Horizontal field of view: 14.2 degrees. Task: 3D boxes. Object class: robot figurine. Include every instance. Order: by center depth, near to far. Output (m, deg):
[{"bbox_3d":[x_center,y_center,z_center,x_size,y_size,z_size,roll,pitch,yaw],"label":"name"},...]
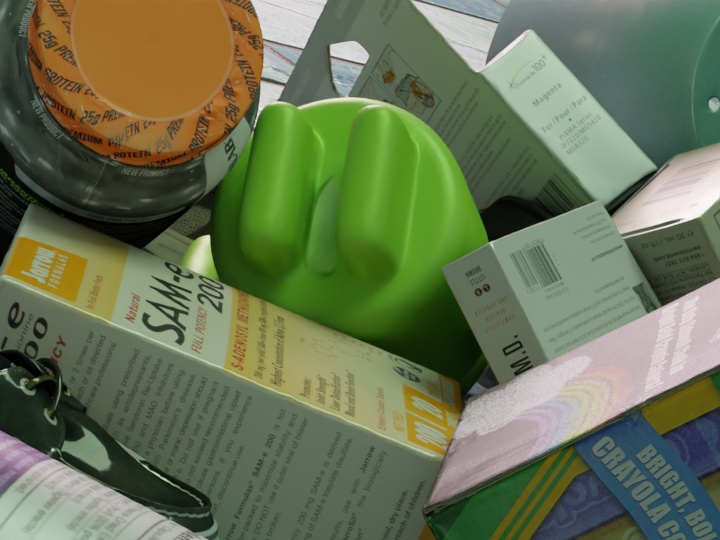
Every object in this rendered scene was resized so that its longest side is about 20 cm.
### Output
[{"bbox_3d":[0.000,0.000,1.290,0.175,0.116,0.200,1,-24,11],"label":"robot figurine"}]

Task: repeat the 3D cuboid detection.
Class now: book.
[{"bbox_3d":[0.113,0.073,1.214,0.200,0.048,0.134,64,24,3],"label":"book"}]

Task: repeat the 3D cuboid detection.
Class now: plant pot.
[{"bbox_3d":[0.183,-0.082,1.456,0.200,0.201,0.161,19,-5,-21],"label":"plant pot"}]

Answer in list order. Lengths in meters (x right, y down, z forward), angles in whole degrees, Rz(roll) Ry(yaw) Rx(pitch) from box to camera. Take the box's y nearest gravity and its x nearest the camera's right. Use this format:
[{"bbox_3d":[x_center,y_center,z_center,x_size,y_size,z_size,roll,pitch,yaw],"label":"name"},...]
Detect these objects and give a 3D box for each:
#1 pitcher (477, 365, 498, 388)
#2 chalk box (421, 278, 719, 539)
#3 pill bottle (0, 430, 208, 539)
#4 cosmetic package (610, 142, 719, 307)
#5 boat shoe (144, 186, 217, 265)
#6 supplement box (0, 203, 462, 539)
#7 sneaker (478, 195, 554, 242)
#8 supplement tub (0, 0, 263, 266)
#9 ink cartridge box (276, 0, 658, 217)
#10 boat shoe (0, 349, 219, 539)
[{"bbox_3d":[0.172,0.063,1.471,0.199,0.122,0.171,5,7,-26],"label":"pitcher"},{"bbox_3d":[0.144,0.076,1.052,0.124,0.200,0.124,61,17,-10],"label":"chalk box"},{"bbox_3d":[-0.090,0.112,0.802,0.200,0.112,0.111,27,14,9],"label":"pill bottle"},{"bbox_3d":[0.190,0.047,1.327,0.071,0.200,0.105,-15,16,41],"label":"cosmetic package"},{"bbox_3d":[-0.120,-0.059,1.501,0.200,0.065,0.073,30,16,25],"label":"boat shoe"},{"bbox_3d":[-0.059,0.055,1.155,0.199,0.074,0.126,22,13,-7],"label":"supplement box"},{"bbox_3d":[0.038,0.013,1.414,0.200,0.088,0.074,2,-54,58],"label":"sneaker"},{"bbox_3d":[-0.117,-0.069,1.250,0.122,0.123,0.200,21,-20,-16],"label":"supplement tub"},{"bbox_3d":[0.047,-0.066,1.442,0.174,0.044,0.200,49,-23,7],"label":"ink cartridge box"},{"bbox_3d":[-0.139,0.054,1.055,0.199,0.057,0.069,23,13,-4],"label":"boat shoe"}]
